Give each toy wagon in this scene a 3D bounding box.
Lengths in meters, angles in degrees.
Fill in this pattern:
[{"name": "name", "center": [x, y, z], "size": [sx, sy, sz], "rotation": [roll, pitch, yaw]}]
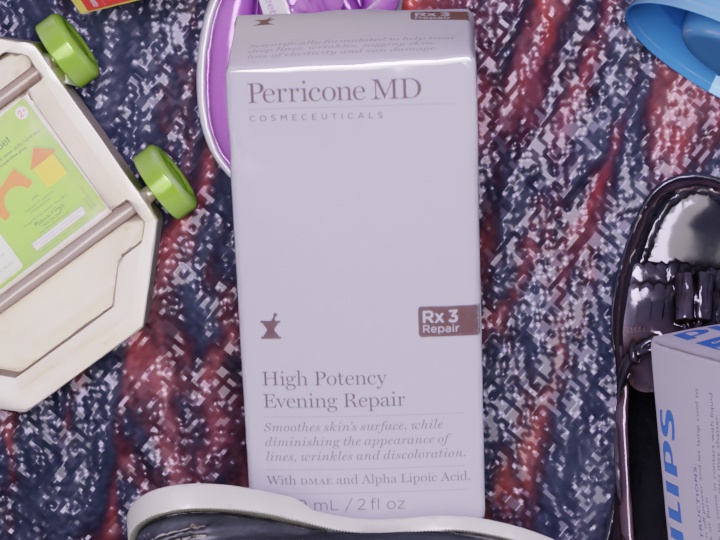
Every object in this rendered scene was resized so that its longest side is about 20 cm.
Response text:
[{"name": "toy wagon", "center": [-0.171, -0.042, 1.186], "size": [0.155, 0.040, 0.200], "rotation": [-36, 93, 5]}]

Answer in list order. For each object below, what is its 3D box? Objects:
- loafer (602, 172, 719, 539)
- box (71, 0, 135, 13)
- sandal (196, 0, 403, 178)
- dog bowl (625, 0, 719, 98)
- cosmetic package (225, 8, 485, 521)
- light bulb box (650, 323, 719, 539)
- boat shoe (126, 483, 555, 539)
[{"name": "loafer", "center": [0.136, 0.062, 1.173], "size": [0.072, 0.063, 0.201], "rotation": [5, 96, 2]}, {"name": "box", "center": [-0.028, -0.159, 1.111], "size": [0.199, 0.075, 0.050], "rotation": [-12, 65, 7]}, {"name": "sandal", "center": [-0.014, -0.127, 1.164], "size": [0.082, 0.050, 0.203], "rotation": [21, 94, 0]}, {"name": "dog bowl", "center": [0.205, -0.078, 1.137], "size": [0.199, 0.111, 0.050], "rotation": [29, 82, -1]}, {"name": "cosmetic package", "center": [0.000, 0.000, 1.146], "size": [0.101, 0.074, 0.201], "rotation": [-3, 112, 2]}, {"name": "light bulb box", "center": [0.240, 0.082, 1.078], "size": [0.197, 0.200, 0.125], "rotation": [-7, 97, -16]}, {"name": "boat shoe", "center": [0.003, 0.135, 1.132], "size": [0.199, 0.075, 0.066], "rotation": [14, 54, -22]}]
